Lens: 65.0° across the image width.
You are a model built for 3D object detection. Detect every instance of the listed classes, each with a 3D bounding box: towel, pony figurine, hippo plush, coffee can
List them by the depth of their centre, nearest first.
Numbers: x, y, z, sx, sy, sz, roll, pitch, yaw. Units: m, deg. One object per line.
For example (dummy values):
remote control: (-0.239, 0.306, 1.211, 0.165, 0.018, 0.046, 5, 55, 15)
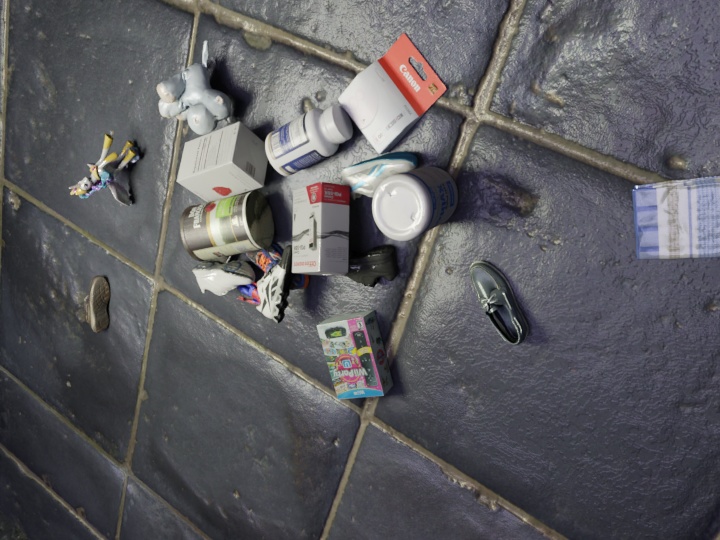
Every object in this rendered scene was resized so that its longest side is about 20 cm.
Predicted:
towel: (0.608, -0.096, 1.034, 0.196, 0.024, 0.151, -3, 104, 32)
hippo plush: (-0.395, -0.423, 1.432, 0.161, 0.160, 0.200, 44, 79, 8)
coffee can: (-0.343, -0.113, 1.464, 0.195, 0.146, 0.150, -10, 99, 19)
pony figurine: (-0.733, -0.289, 1.645, 0.167, 0.193, 0.200, 46, 101, 6)

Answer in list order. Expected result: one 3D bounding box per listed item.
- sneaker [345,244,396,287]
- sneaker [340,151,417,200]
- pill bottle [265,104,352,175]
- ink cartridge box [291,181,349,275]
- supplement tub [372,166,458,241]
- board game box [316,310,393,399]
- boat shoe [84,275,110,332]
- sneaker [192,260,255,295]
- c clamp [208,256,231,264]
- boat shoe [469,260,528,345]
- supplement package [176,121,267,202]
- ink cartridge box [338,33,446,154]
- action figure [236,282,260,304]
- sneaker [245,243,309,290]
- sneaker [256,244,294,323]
sneaker: (0.000, 0.000, 1.370, 0.196, 0.076, 0.093, -6, 111, 34)
sneaker: (0.048, -0.216, 1.287, 0.196, 0.076, 0.083, -8, 107, 37)
pill bottle: (-0.119, -0.309, 1.325, 0.196, 0.111, 0.114, -18, 95, 31)
ink cartridge box: (-0.095, -0.093, 1.329, 0.145, 0.081, 0.206, -3, 85, 56)
supplement tub: (0.118, -0.145, 1.187, 0.129, 0.199, 0.136, 8, 108, 26)
board game box: (-0.013, 0.216, 1.439, 0.145, 0.064, 0.205, -12, 99, 31)
boat shoe: (-0.891, 0.109, 1.889, 0.072, 0.074, 0.205, 20, 111, 22)
sneaker: (-0.365, 0.023, 1.540, 0.195, 0.074, 0.089, 3, 115, 28)
c clamp: (-0.407, -0.105, 1.584, 0.196, 0.027, 0.175, 16, 98, 22)
boat shoe: (0.298, 0.071, 1.227, 0.072, 0.062, 0.203, -33, 87, 31)
supplement package: (-0.347, -0.269, 1.433, 0.196, 0.121, 0.123, -10, 63, 31)
ink cartridge box: (0.065, -0.385, 1.241, 0.200, 0.057, 0.164, -42, 82, 35)
action figure: (-0.307, 0.053, 1.568, 0.197, 0.051, 0.067, 31, 111, 16)
sneaker: (-0.228, -0.014, 1.485, 0.197, 0.078, 0.077, 29, 115, 19)
sneaker: (-0.216, 0.025, 1.405, 0.087, 0.074, 0.205, 21, 107, 13)
